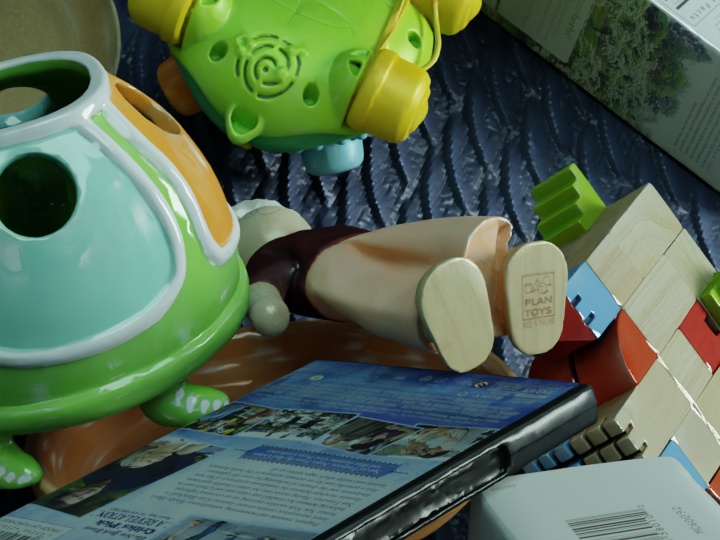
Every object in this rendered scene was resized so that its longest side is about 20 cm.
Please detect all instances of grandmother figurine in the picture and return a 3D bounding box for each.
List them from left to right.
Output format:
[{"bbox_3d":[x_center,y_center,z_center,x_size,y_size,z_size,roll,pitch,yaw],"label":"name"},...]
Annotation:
[{"bbox_3d":[0.000,0.000,0.895,0.121,0.200,0.061,-1,97,-36],"label":"grandmother figurine"}]

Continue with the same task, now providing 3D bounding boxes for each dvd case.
[{"bbox_3d":[-0.031,0.075,0.752,0.142,0.018,0.200,3,20,44],"label":"dvd case"}]

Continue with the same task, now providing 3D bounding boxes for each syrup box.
[{"bbox_3d":[0.156,-0.128,1.098,0.200,0.079,0.081,38,54,15],"label":"syrup box"}]

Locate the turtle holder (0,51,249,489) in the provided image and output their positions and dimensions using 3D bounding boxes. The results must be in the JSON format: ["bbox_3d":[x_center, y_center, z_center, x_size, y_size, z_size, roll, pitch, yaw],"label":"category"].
[{"bbox_3d":[-0.140,-0.009,0.843,0.185,0.132,0.141,-3,32,14],"label":"turtle holder"}]

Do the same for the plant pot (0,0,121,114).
[{"bbox_3d":[-0.213,-0.108,1.017,0.199,0.028,0.201,7,52,-9],"label":"plant pot"}]

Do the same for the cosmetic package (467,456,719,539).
[{"bbox_3d":[0.083,0.180,0.755,0.085,0.201,0.108,-6,28,-19],"label":"cosmetic package"}]

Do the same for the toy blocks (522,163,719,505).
[{"bbox_3d":[0.123,0.062,0.907,0.200,0.100,0.137,53,39,-6],"label":"toy blocks"}]

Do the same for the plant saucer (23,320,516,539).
[{"bbox_3d":[-0.033,0.072,0.868,0.199,0.038,0.200,-5,19,2],"label":"plant saucer"}]

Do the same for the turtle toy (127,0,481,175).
[{"bbox_3d":[-0.022,-0.124,1.033,0.145,0.101,0.200,26,52,3],"label":"turtle toy"}]
